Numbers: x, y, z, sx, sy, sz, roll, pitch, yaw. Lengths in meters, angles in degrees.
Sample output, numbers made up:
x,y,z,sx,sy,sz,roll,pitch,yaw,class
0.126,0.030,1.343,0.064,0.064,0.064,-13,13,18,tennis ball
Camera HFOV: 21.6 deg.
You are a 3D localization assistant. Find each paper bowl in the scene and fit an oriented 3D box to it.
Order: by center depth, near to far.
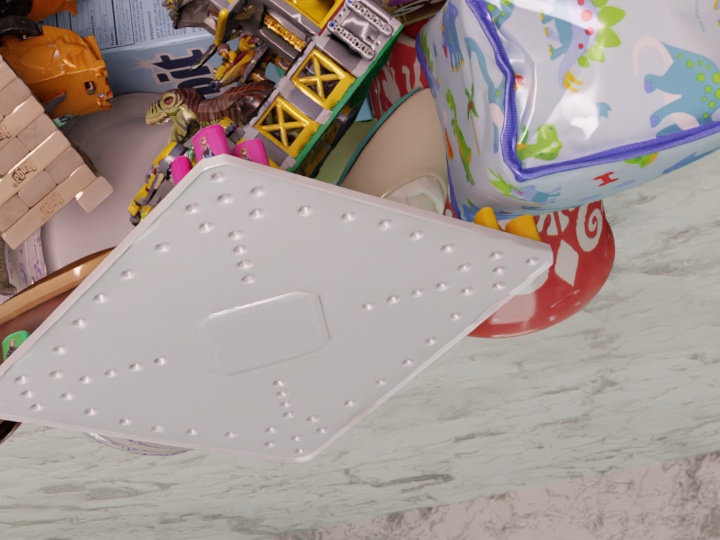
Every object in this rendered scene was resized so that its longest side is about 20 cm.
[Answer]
x,y,z,sx,sy,sz,roll,pitch,yaw,class
-0.103,-0.004,1.070,0.199,0.203,0.104,7,158,-42,paper bowl

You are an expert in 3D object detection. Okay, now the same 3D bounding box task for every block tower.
x,y,z,sx,sy,sz,roll,pitch,yaw,class
-0.200,-0.099,0.877,0.058,0.200,0.054,-40,-162,-3,block tower

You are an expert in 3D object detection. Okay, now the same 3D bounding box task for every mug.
x,y,z,sx,sy,sz,roll,pitch,yaw,class
0.053,-0.083,1.086,0.176,0.134,0.201,17,141,28,mug

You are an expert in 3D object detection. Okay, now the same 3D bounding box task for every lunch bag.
x,y,z,sx,sy,sz,roll,pitch,yaw,class
0.137,-0.104,0.880,0.198,0.129,0.170,-12,178,-6,lunch bag

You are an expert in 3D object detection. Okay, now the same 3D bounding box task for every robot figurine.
x,y,z,sx,sy,sz,roll,pitch,yaw,class
-0.232,-0.099,0.957,0.198,0.146,0.058,-17,148,-8,robot figurine

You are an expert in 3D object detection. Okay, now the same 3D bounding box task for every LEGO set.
x,y,z,sx,sy,sz,roll,pitch,yaw,class
-0.069,-0.087,0.919,0.115,0.154,0.200,37,175,1,LEGO set

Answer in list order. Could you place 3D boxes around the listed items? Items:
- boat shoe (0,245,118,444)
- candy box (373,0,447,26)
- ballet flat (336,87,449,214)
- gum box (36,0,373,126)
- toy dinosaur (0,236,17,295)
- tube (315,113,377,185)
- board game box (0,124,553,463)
x,y,z,sx,sy,sz,roll,pitch,yaw,class
-0.158,0.043,0.945,0.070,0.071,0.199,-24,178,-36,boat shoe
0.058,-0.169,0.894,0.116,0.057,0.200,-21,180,-6,candy box
0.000,0.000,0.984,0.201,0.069,0.069,-54,150,9,ballet flat
-0.100,-0.120,1.119,0.198,0.045,0.170,-9,164,4,gum box
-0.230,-0.061,0.999,0.102,0.200,0.077,-46,136,-4,toy dinosaur
0.001,-0.080,1.245,0.058,0.052,0.199,28,-149,29,tube
-0.046,0.019,0.859,0.199,0.026,0.200,13,139,-39,board game box
